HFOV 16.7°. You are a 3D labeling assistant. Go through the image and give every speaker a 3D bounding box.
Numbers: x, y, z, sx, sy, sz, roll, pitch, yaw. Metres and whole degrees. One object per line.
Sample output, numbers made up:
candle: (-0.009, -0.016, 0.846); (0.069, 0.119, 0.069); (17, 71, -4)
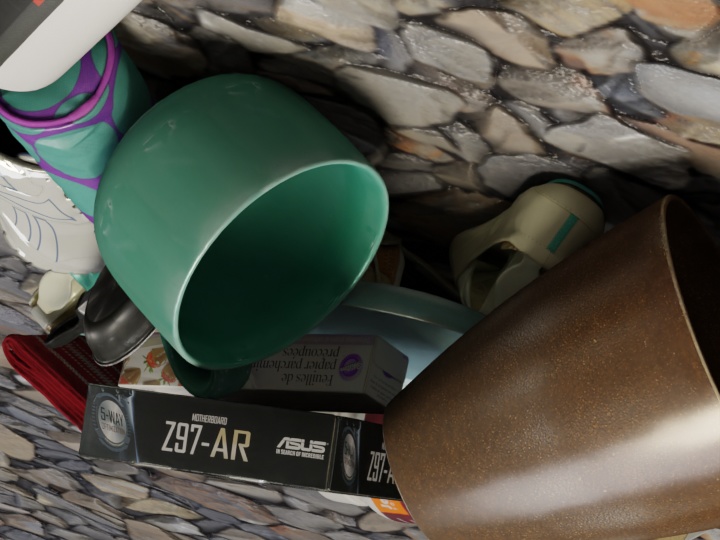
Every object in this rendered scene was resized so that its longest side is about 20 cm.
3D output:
speaker: (-0.152, -0.157, 1.271); (0.081, 0.081, 0.200); (25, 160, -17)

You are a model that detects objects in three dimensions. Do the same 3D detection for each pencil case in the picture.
pencil case: (-0.152, -0.077, 1.475); (0.092, 0.085, 0.200); (53, 177, 30)

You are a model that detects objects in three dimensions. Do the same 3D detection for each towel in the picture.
towel: (-0.148, 0.090, 1.770); (0.200, 0.023, 0.145); (4, -152, -50)

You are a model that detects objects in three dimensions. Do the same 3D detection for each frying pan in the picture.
frying pan: (-0.158, 0.006, 1.619); (0.031, 0.115, 0.190); (36, 170, -24)

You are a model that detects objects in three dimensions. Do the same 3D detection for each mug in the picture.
mug: (-0.087, -0.025, 1.413); (0.114, 0.185, 0.152); (47, -167, 30)

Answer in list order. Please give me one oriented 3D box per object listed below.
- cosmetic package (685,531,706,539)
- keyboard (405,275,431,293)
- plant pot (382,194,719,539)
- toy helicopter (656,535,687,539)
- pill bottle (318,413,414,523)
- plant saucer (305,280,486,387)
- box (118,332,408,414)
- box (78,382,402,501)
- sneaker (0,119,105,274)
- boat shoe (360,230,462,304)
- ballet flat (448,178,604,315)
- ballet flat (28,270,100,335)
cosmetic package: (0.160, 0.135, 1.582); (0.200, 0.102, 0.071); (-20, -171, -39)
keyboard: (0.067, 0.042, 1.692); (0.200, 0.021, 0.127); (19, 160, 1)
plant pot: (0.120, 0.081, 1.385); (0.200, 0.187, 0.187); (-23, 144, 17)
toy helicopter: (0.213, 0.118, 1.486); (0.079, 0.200, 0.132); (28, -176, -24)
pill bottle: (0.065, 0.123, 1.713); (0.200, 0.114, 0.114); (3, 155, 37)
plant saucer: (0.026, 0.049, 1.537); (0.200, 0.027, 0.200); (12, 161, 4)
box: (-0.063, 0.064, 1.543); (0.200, 0.039, 0.041); (-1, 158, 37)
box: (-0.049, 0.106, 1.457); (0.160, 0.044, 0.200); (6, 174, 24)
sneaker: (-0.207, -0.057, 1.606); (0.087, 0.075, 0.200); (-9, 148, 43)
boat shoe: (0.000, 0.000, 1.577); (0.068, 0.075, 0.200); (-18, 143, 42)
ballet flat: (0.090, 0.000, 1.491); (0.069, 0.070, 0.200); (21, 161, -6)
ballet flat: (-0.205, 0.010, 1.768); (0.067, 0.070, 0.200); (57, 161, 10)
